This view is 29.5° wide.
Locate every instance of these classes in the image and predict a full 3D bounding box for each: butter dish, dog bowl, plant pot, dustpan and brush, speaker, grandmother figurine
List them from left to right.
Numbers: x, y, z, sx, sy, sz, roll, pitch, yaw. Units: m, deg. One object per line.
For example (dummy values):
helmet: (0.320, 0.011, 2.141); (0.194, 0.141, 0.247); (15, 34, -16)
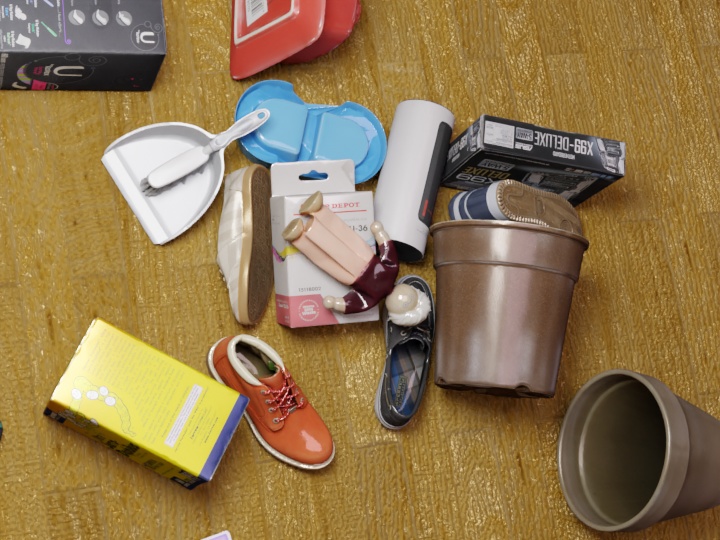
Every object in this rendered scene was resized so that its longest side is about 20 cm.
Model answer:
dustpan and brush: (-0.198, -0.139, 1.672); (0.200, 0.057, 0.140); (-32, 87, -14)
dog bowl: (-0.068, -0.169, 1.743); (0.200, 0.050, 0.112); (15, 72, -13)
butter dish: (-0.064, -0.344, 1.737); (0.148, 0.199, 0.200); (11, 73, -39)
grandmother figurine: (0.000, 0.000, 1.632); (0.200, 0.061, 0.121); (37, 90, -15)
speaker: (0.062, -0.113, 1.755); (0.081, 0.081, 0.200); (19, 71, -13)
plant pot: (0.176, 0.054, 1.697); (0.200, 0.200, 0.199); (8, 81, -16)
plant pot: (0.376, 0.233, 1.723); (0.173, 0.200, 0.200); (11, 72, -32)

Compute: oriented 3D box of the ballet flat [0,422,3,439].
ballet flat: (-0.492, 0.197, 1.502); (0.200, 0.073, 0.073); (-17, 82, -21)

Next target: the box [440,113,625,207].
box: (0.217, -0.137, 1.770); (0.200, 0.158, 0.050); (9, 73, -16)

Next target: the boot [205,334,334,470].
boot: (-0.099, 0.156, 1.620); (0.200, 0.107, 0.075); (46, 66, -4)

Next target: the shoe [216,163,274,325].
shoe: (-0.144, -0.030, 1.686); (0.053, 0.070, 0.200); (-3, 78, 25)

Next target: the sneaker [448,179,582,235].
sneaker: (0.201, -0.065, 1.801); (0.200, 0.108, 0.070); (21, 65, -44)

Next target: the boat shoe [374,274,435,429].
boat shoe: (0.059, 0.097, 1.706); (0.070, 0.066, 0.200); (18, 72, -13)

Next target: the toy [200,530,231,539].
toy: (-0.169, 0.410, 1.562); (0.115, 0.047, 0.200); (-17, 82, -19)

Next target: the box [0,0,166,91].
box: (-0.343, -0.285, 1.645); (0.200, 0.122, 0.106); (-3, 77, -18)

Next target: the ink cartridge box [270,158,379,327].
ink cartridge box: (-0.045, -0.036, 1.679); (0.116, 0.067, 0.200); (-5, 94, -19)

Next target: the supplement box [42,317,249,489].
supplement box: (-0.247, 0.156, 1.570); (0.200, 0.109, 0.110); (29, 69, -8)
